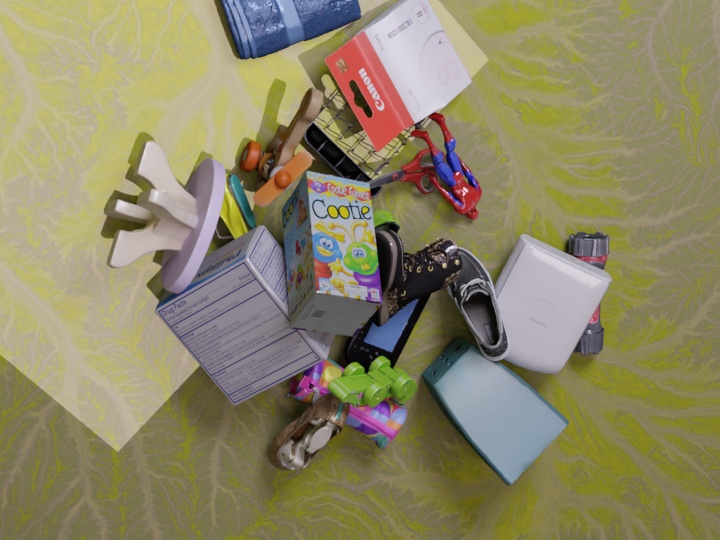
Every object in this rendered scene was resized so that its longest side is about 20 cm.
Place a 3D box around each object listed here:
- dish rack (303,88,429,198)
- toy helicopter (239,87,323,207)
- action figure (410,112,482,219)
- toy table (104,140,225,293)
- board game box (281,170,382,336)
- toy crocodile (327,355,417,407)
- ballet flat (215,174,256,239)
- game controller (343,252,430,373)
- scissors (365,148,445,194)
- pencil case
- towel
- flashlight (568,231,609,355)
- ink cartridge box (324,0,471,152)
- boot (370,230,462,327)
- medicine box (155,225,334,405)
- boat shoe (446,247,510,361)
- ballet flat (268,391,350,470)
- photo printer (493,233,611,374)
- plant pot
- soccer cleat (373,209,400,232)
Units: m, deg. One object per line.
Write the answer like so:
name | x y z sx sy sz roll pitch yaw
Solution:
dish rack | 0.020 -0.230 1.664 0.153 0.055 0.200 42 88 -21
toy helicopter | -0.106 -0.174 1.567 0.078 0.133 0.200 20 129 -19
action figure | 0.141 -0.153 1.701 0.065 0.051 0.201 -47 127 -20
toy table | -0.281 -0.080 1.558 0.116 0.183 0.202 22 64 -30
board game box | -0.042 -0.023 1.550 0.102 0.105 0.202 9 56 -23
toy crocodile | 0.020 0.179 1.677 0.199 0.067 0.062 -5 125 -56
ballet flat | -0.177 -0.049 1.650 0.067 0.067 0.201 -23 106 13
game controller | 0.047 0.070 1.734 0.104 0.042 0.201 22 95 -45
scissors | 0.060 -0.152 1.665 0.199 0.014 0.074 -4 114 -46
pencil case | -0.021 0.207 1.733 0.199 0.088 0.089 31 93 -21
towel | -0.100 -0.388 1.597 0.199 0.049 0.113 -23 108 -10
flashlight | 0.379 0.039 1.817 0.067 0.068 0.202 -5 102 -17
ink cartridge box | 0.061 -0.297 1.619 0.200 0.057 0.163 -45 112 -36
boot | 0.078 -0.010 1.635 0.150 0.073 0.201 -25 145 -21
medicine box | -0.165 0.068 1.612 0.181 0.103 0.201 -28 111 25
boat shoe | 0.184 0.042 1.710 0.072 0.071 0.201 -25 67 -2
ballet flat | -0.087 0.264 1.690 0.070 0.066 0.200 27 126 -15
photo printer | 0.288 0.063 1.769 0.165 0.070 0.201 25 108 -4
plant pot | 0.204 0.213 1.775 0.141 0.141 0.200 -45 101 -2
soccer cleat | 0.000 0.000 1.694 0.067 0.081 0.201 24 95 -19
